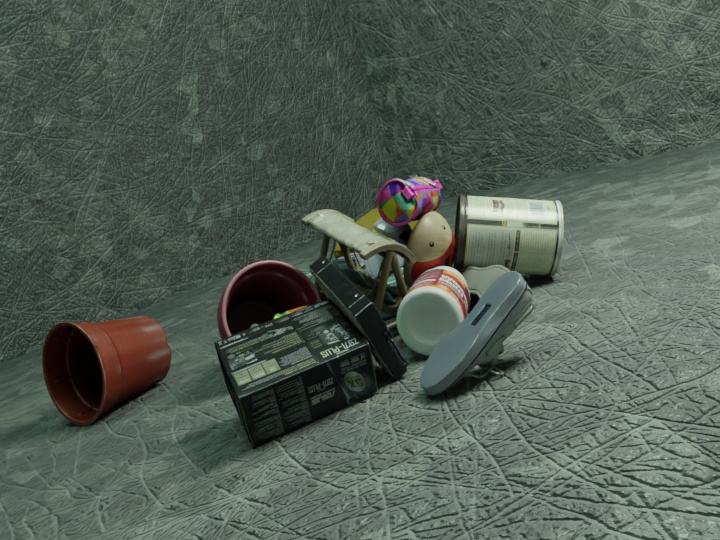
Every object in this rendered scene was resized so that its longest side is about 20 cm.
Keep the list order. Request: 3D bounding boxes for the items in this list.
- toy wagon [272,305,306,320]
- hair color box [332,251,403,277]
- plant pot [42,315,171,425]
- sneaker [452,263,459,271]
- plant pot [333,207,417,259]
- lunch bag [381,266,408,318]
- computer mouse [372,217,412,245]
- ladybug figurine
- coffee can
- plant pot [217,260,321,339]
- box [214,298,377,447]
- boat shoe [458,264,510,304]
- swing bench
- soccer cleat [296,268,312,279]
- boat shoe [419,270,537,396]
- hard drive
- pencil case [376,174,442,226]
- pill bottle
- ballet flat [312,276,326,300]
[{"bbox_3d":[-0.102,0.136,1.060,0.151,0.040,0.201,11,36,17],"label":"toy wagon"},{"bbox_3d":[0.044,-0.029,1.414,0.197,0.062,0.098,-23,10,-33],"label":"hair color box"},{"bbox_3d":[-0.513,0.189,1.300,0.196,0.207,0.194,-11,2,32],"label":"plant pot"},{"bbox_3d":[0.169,-0.006,1.324,0.197,0.077,0.091,26,43,35],"label":"sneaker"},{"bbox_3d":[0.049,-0.037,1.583,0.198,0.200,0.192,-30,15,-34],"label":"plant pot"},{"bbox_3d":[0.061,0.044,1.388,0.156,0.079,0.200,-17,9,-1],"label":"lunch bag"},{"bbox_3d":[0.084,-0.078,1.249,0.108,0.045,0.199,30,5,18],"label":"computer mouse"},{"bbox_3d":[0.137,-0.027,1.207,0.071,0.201,0.137,28,70,21],"label":"ladybug figurine"},{"bbox_3d":[0.286,-0.069,1.237,0.194,0.151,0.146,4,11,6],"label":"coffee can"},{"bbox_3d":[-0.191,0.101,1.224,0.196,0.204,0.179,-21,-6,-28],"label":"plant pot"},{"bbox_3d":[-0.097,0.141,0.923,0.196,0.088,0.163,-20,28,-18],"label":"box"},{"bbox_3d":[0.239,0.037,1.149,0.075,0.060,0.199,-63,21,-10],"label":"boat shoe"},{"bbox_3d":[0.000,0.000,1.175,0.128,0.205,0.198,-22,34,-30],"label":"swing bench"},{"bbox_3d":[-0.148,0.072,1.433,0.082,0.065,0.202,-16,-34,-24],"label":"soccer cleat"},{"bbox_3d":[0.169,0.103,0.850,0.203,0.086,0.074,-49,21,-10],"label":"boat shoe"},{"bbox_3d":[-0.005,0.070,0.982,0.038,0.141,0.200,-36,32,-8],"label":"hard drive"},{"bbox_3d":[0.095,-0.134,1.170,0.086,0.091,0.200,-13,7,22],"label":"pencil case"},{"bbox_3d":[0.130,0.059,1.060,0.107,0.113,0.200,-14,10,18],"label":"pill bottle"},{"bbox_3d":[-0.073,0.045,1.436,0.065,0.072,0.201,14,-18,6],"label":"ballet flat"}]
